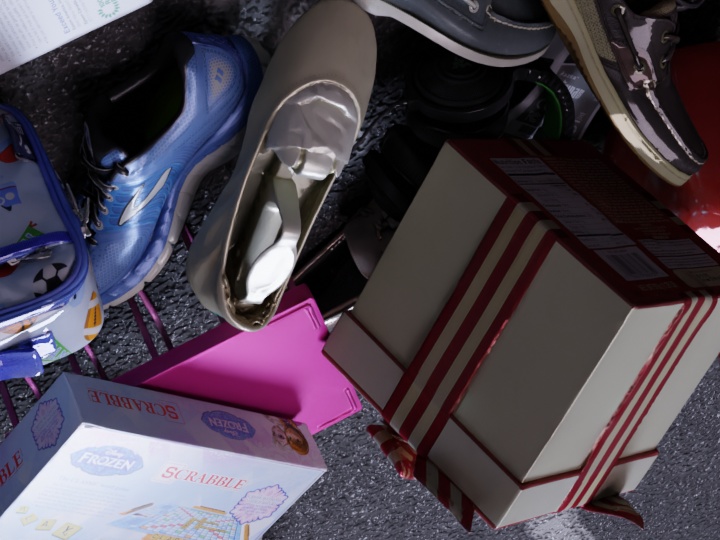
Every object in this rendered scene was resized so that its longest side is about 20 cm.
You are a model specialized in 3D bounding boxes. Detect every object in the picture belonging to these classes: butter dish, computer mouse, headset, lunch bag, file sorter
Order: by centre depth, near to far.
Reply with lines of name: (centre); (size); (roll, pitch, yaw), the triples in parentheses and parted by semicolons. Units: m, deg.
lunch bag: (-0.238, 0.000, 0.996); (0.198, 0.161, 0.076); (-21, 146, -10)
headset: (0.039, -0.090, 1.139); (0.198, 0.094, 0.124); (3, 127, -38)
file sorter: (-0.124, 0.052, 1.174); (0.198, 0.126, 0.139); (-26, 146, -3)
computer mouse: (0.134, -0.137, 1.194); (0.109, 0.044, 0.201); (13, 125, -41)
butter dish: (0.208, -0.058, 1.227); (0.146, 0.201, 0.201); (1, 148, -13)

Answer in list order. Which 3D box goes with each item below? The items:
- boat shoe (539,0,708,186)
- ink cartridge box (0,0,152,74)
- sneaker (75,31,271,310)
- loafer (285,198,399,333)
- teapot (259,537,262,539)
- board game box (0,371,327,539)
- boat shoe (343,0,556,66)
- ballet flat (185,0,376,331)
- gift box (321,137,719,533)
boat shoe: (0.158, -0.141, 1.099); (0.064, 0.073, 0.201); (-29, 110, 21)
ink cartridge box: (-0.222, -0.162, 0.907); (0.198, 0.044, 0.197); (-25, 147, -2)
sneaker: (-0.137, -0.061, 1.068); (0.089, 0.079, 0.201); (14, 119, -49)
loafer: (0.000, 0.000, 1.253); (0.063, 0.072, 0.200); (21, 125, -40)
teapot: (-0.119, 0.326, 1.521); (0.199, 0.147, 0.198); (-24, 120, 23)
board game box: (-0.154, 0.155, 1.136); (0.199, 0.041, 0.200); (17, 125, -46)
boat shoe: (0.051, -0.172, 1.063); (0.199, 0.073, 0.062); (14, 131, -39)
ballet flat: (-0.038, -0.052, 1.038); (0.069, 0.070, 0.201); (3, 123, -38)
gift box: (0.108, 0.050, 1.110); (0.183, 0.200, 0.188); (0, 129, -47)
